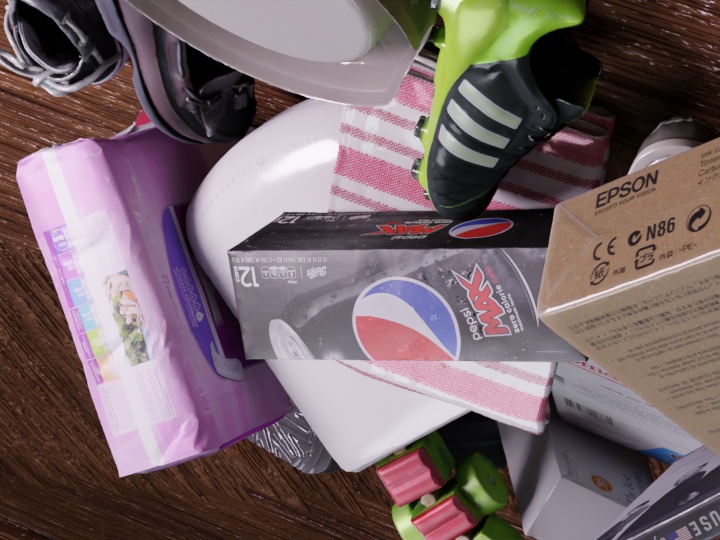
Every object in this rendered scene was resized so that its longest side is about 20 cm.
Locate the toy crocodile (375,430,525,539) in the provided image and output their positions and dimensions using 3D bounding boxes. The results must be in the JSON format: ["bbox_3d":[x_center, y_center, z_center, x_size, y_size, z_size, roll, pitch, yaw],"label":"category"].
[{"bbox_3d":[0.031,0.115,1.681,0.200,0.067,0.062,54,-161,-7],"label":"toy crocodile"}]

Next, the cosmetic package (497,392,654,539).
[{"bbox_3d":[0.140,0.121,1.767,0.082,0.051,0.200,24,-161,-13],"label":"cosmetic package"}]

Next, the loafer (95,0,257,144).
[{"bbox_3d":[-0.089,-0.122,1.507,0.063,0.072,0.200,15,158,23],"label":"loafer"}]

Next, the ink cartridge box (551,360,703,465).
[{"bbox_3d":[0.174,0.052,1.641,0.116,0.067,0.200,23,164,16],"label":"ink cartridge box"}]

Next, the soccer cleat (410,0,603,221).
[{"bbox_3d":[0.072,-0.081,1.338,0.081,0.068,0.200,18,149,9],"label":"soccer cleat"}]

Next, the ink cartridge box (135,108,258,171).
[{"bbox_3d":[-0.043,-0.020,1.728,0.200,0.083,0.145,19,163,27],"label":"ink cartridge box"}]

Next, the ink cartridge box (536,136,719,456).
[{"bbox_3d":[0.212,0.007,1.307,0.200,0.075,0.165,-22,135,40],"label":"ink cartridge box"}]

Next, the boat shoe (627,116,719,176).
[{"bbox_3d":[0.177,-0.018,1.405,0.072,0.060,0.202,2,145,20],"label":"boat shoe"}]

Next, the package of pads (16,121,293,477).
[{"bbox_3d":[-0.120,0.012,1.618,0.076,0.200,0.120,-19,-178,29],"label":"package of pads"}]

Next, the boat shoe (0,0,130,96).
[{"bbox_3d":[-0.172,-0.137,1.587,0.074,0.068,0.199,27,165,-1],"label":"boat shoe"}]

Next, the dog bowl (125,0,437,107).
[{"bbox_3d":[-0.048,-0.158,1.333,0.200,0.059,0.200,24,163,8],"label":"dog bowl"}]

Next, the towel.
[{"bbox_3d":[0.052,-0.018,1.471,0.146,0.030,0.200,21,122,18],"label":"towel"}]

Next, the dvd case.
[{"bbox_3d":[0.204,0.112,1.504,0.150,0.200,0.025,-32,89,30],"label":"dvd case"}]

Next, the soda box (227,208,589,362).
[{"bbox_3d":[0.035,0.007,1.430,0.200,0.071,0.063,-1,109,28],"label":"soda box"}]

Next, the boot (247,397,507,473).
[{"bbox_3d":[-0.009,0.080,1.833,0.165,0.066,0.200,39,-155,32],"label":"boot"}]

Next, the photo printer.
[{"bbox_3d":[0.000,0.000,1.567,0.166,0.069,0.200,-30,96,40],"label":"photo printer"}]
